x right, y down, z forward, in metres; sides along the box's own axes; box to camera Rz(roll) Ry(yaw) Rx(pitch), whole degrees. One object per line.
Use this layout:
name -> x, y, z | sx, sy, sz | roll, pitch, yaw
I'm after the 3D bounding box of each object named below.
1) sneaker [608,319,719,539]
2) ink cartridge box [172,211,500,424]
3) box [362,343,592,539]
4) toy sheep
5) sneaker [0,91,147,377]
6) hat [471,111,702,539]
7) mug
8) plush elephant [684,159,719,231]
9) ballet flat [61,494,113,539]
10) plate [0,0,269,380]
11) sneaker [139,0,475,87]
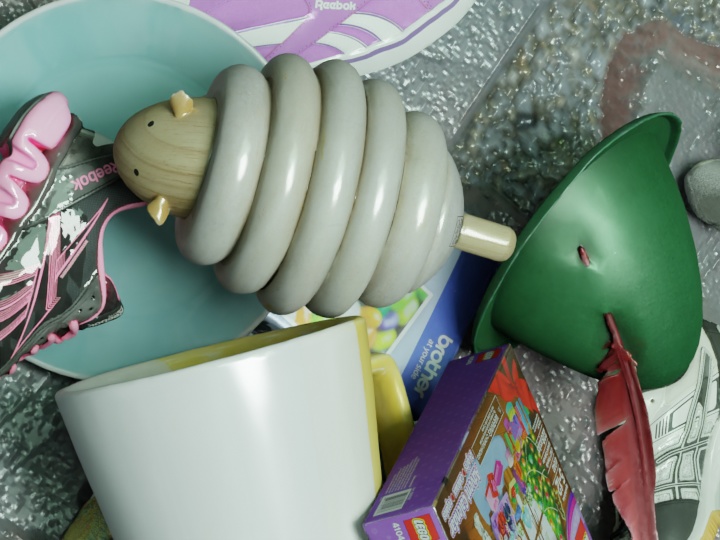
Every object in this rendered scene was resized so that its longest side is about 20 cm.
sneaker -> 0.169, 0.114, 1.248 | 0.088, 0.076, 0.200 | 34, 62, -5
ink cartridge box -> 0.000, 0.000, 1.190 | 0.200, 0.042, 0.119 | 34, 69, -20
box -> 0.066, 0.136, 1.066 | 0.137, 0.039, 0.200 | 67, 20, -14
toy sheep -> -0.020, -0.039, 1.035 | 0.200, 0.138, 0.138 | 10, 78, -13
sneaker -> -0.166, 0.016, 1.063 | 0.095, 0.079, 0.200 | 29, 87, -19
hat -> 0.174, 0.042, 1.171 | 0.176, 0.200, 0.166 | 42, 50, 19
mug -> -0.036, 0.107, 1.024 | 0.186, 0.149, 0.153 | -15, 91, -20
plush elephant -> 0.324, -0.053, 1.303 | 0.165, 0.200, 0.155 | 52, 45, -3
ballet flat -> -0.086, 0.107, 1.120 | 0.200, 0.071, 0.071 | -21, 92, -27
plate -> -0.123, -0.042, 1.108 | 0.200, 0.026, 0.200 | 0, 94, -3
sneaker -> -0.024, -0.160, 1.141 | 0.200, 0.073, 0.114 | -25, 134, -20
